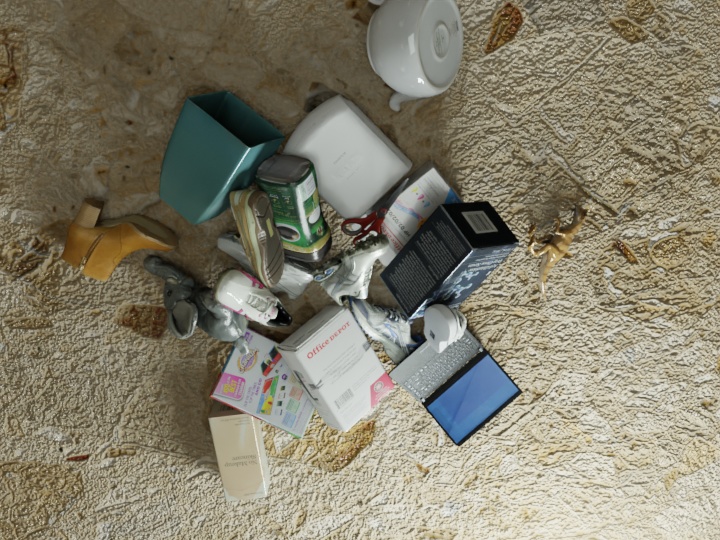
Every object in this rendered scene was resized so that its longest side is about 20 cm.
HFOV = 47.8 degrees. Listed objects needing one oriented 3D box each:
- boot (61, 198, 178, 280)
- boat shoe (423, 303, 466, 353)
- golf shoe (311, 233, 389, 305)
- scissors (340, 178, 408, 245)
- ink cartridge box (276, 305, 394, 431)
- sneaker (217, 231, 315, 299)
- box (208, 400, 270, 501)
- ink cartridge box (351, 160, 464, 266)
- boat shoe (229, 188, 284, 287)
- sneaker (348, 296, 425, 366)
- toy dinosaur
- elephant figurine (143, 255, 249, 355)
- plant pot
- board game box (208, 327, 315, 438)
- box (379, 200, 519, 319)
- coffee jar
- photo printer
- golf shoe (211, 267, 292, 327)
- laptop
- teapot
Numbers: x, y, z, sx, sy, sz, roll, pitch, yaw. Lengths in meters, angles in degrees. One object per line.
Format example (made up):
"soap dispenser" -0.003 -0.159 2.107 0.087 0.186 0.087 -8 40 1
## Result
"boot" -0.458 -0.039 1.546 0.201 0.071 0.144 23 113 -6
"boat shoe" 0.161 0.098 1.483 0.066 0.200 0.072 -33 70 -11
"golf shoe" 0.000 0.000 1.495 0.200 0.078 0.097 -30 93 50
"scissors" 0.042 -0.099 1.461 0.073 0.014 0.200 40 133 -19
"ink cartridge box" -0.048 0.188 1.587 0.146 0.085 0.200 -39 111 -26
"sneaker" -0.190 -0.001 1.556 0.200 0.078 0.100 26 110 -9
"box" -0.249 0.368 1.681 0.095 0.078 0.201 -8 109 1
"ink cartridge box" 0.091 -0.096 1.530 0.200 0.068 0.115 -39 106 12
"boat shoe" -0.190 -0.060 1.460 0.076 0.072 0.201 10 127 24
"sneaker" 0.054 0.101 1.603 0.085 0.077 0.200 -40 115 7
"toy dinosaur" 0.366 -0.036 1.562 0.106 0.060 0.200 24 107 -11
"elephant figurine" -0.316 0.064 1.560 0.199 0.156 0.142 -2 152 19
"plant pot" -0.263 -0.191 1.440 0.141 0.141 0.200 39 116 6
"board game box" -0.177 0.222 1.613 0.200 0.040 0.153 28 74 -10
"box" 0.159 -0.020 1.473 0.200 0.148 0.107 -50 63 36
"coffee jar" -0.117 -0.108 1.475 0.104 0.085 0.200 14 139 26
"photo printer" -0.030 -0.207 1.488 0.166 0.069 0.200 -42 105 13
"golf shoe" -0.190 0.051 1.466 0.092 0.200 0.073 19 81 27
"laptop" 0.189 0.222 1.612 0.177 0.103 0.200 -42 129 4
"teapot" 0.075 -0.394 1.385 0.146 0.197 0.201 11 88 33
